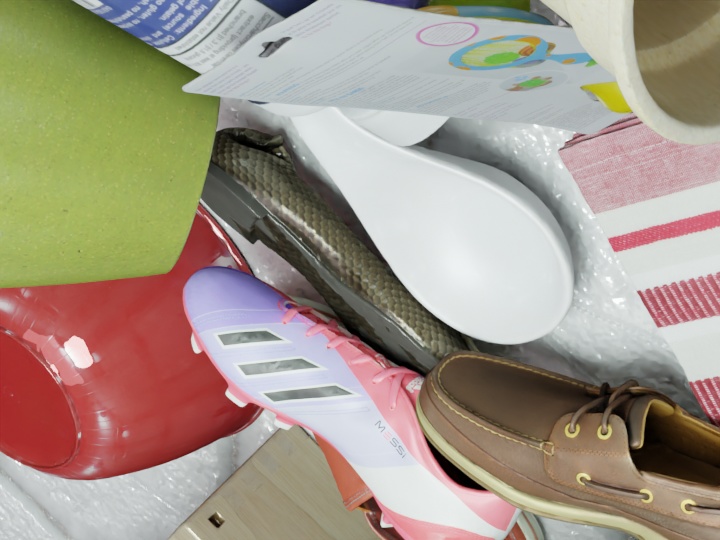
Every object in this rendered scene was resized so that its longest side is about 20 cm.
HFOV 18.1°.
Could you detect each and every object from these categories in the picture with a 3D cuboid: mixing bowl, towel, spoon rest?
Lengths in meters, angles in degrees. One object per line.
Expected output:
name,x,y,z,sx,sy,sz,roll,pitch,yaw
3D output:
mixing bowl,-0.157,0.040,1.234,0.200,0.108,0.200,24,136,25
towel,0.188,0.008,0.976,0.144,0.023,0.200,-15,113,44
spoon rest,0.023,-0.046,1.044,0.200,0.061,0.099,53,140,-6

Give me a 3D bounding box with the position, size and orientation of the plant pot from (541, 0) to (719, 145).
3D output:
plant pot,0.088,-0.174,0.805,0.183,0.200,0.201,34,139,32

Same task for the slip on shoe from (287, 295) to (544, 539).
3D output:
slip on shoe,0.010,0.093,1.168,0.200,0.061,0.074,48,142,1

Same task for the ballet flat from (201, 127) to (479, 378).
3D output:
ballet flat,0.000,0.000,1.117,0.200,0.046,0.067,41,159,2

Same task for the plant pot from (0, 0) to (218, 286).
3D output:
plant pot,-0.170,-0.068,0.987,0.200,0.187,0.187,14,140,-14

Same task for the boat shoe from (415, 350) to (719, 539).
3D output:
boat shoe,0.119,0.079,1.029,0.200,0.072,0.068,24,133,20

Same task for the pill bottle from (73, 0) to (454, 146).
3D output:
pill bottle,-0.043,-0.133,0.940,0.200,0.111,0.111,28,146,-24

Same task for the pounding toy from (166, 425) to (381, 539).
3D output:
pounding toy,-0.054,0.230,1.270,0.184,0.142,0.200,45,139,3

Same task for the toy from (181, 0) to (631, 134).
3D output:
toy,0.044,-0.094,0.885,0.115,0.200,0.047,-25,64,55

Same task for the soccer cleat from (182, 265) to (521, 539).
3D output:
soccer cleat,-0.001,0.059,1.103,0.200,0.067,0.076,45,126,7
